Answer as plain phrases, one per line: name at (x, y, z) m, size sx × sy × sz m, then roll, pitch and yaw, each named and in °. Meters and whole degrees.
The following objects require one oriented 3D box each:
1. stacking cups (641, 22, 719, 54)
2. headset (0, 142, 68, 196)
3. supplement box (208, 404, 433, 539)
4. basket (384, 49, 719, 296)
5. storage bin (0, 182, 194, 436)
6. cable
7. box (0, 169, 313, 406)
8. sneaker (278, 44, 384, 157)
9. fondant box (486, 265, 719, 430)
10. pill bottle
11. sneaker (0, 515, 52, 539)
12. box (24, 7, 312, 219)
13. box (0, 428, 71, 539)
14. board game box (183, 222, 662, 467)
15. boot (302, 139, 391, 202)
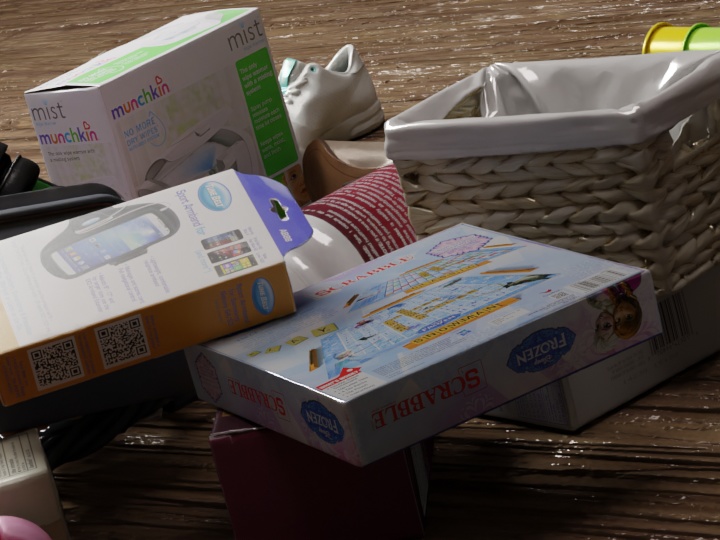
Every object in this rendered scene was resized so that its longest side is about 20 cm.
stacking cups at (0.328, -0.172, 2.246) m, size 0.199 × 0.061 × 0.060 m, roll 7°, pitch 27°, yaw 42°
headset at (-0.230, -0.025, 1.825) m, size 0.123 × 0.094 × 0.200 m, roll 31°, pitch 8°, yaw 23°
supplement box at (-0.019, 0.091, 1.608) m, size 0.110 × 0.086 × 0.200 m, roll -11°, pitch 17°, yaw 7°
basket at (0.135, -0.058, 1.696) m, size 0.199 × 0.124 × 0.135 m, roll 0°, pitch 20°, yaw 39°
storage bin at (-0.199, 0.041, 1.709) m, size 0.199 × 0.146 × 0.134 m, roll -10°, pitch 23°, yaw -34°
cable at (-0.201, 0.099, 1.840) m, size 0.199 × 0.051 × 0.163 m, roll -7°, pitch 26°, yaw 39°
box at (-0.126, 0.004, 1.570) m, size 0.199 × 0.042 × 0.119 m, roll -16°, pitch 33°, yaw -10°
sneaker at (-0.061, -0.142, 2.424) m, size 0.075 × 0.089 × 0.200 m, roll 0°, pitch 22°, yaw 39°
fondant box at (0.115, 0.037, 1.721) m, size 0.144 × 0.059 × 0.200 m, roll -26°, pitch 18°, yaw -33°
pill bottle at (0.000, 0.000, 1.849) m, size 0.200 × 0.114 × 0.113 m, roll -28°, pitch 20°, yaw -39°
sneaker at (-0.259, 0.201, 1.511) m, size 0.199 × 0.079 × 0.095 m, roll -18°, pitch 28°, yaw -6°
box at (-0.154, -0.098, 2.206) m, size 0.096 × 0.177 × 0.200 m, roll -1°, pitch 21°, yaw 41°
box at (-0.271, 0.168, 1.600) m, size 0.199 × 0.078 × 0.095 m, roll -17°, pitch 16°, yaw -6°
board game box at (0.031, 0.037, 1.519) m, size 0.199 × 0.041 × 0.199 m, roll -22°, pitch 18°, yaw -24°
boot at (0.045, -0.077, 2.171) m, size 0.145 × 0.071 × 0.200 m, roll -13°, pitch 16°, yaw -14°
